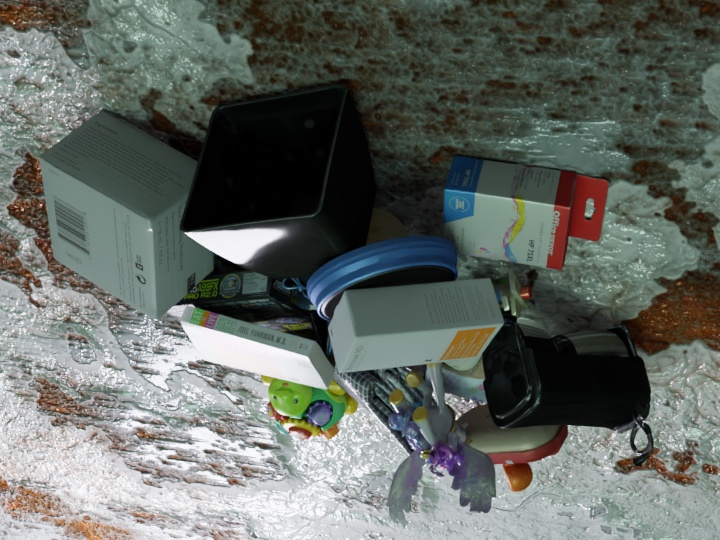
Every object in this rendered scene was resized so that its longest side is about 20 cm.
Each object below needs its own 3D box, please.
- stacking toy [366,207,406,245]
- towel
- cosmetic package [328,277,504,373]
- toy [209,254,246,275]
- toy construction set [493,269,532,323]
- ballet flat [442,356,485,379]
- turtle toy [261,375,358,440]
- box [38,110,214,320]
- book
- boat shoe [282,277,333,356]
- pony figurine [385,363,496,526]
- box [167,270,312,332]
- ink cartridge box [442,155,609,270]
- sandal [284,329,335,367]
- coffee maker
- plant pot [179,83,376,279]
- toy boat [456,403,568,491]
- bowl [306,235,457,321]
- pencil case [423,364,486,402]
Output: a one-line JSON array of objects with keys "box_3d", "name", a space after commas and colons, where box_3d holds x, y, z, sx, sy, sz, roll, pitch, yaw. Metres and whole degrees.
[{"box_3d": [0.000, 0.000, 1.702, 0.085, 0.085, 0.200, 21, 144, -2], "name": "stacking toy"}, {"box_3d": [0.039, 0.192, 1.832, 0.200, 0.086, 0.166, 50, 169, -30], "name": "towel"}, {"box_3d": [0.069, 0.070, 1.542, 0.200, 0.071, 0.101, -4, 151, -18], "name": "cosmetic package"}, {"box_3d": [-0.227, 0.006, 1.796, 0.200, 0.047, 0.115, 8, 153, 8], "name": "toy"}, {"box_3d": [0.154, 0.031, 1.670, 0.200, 0.092, 0.131, 4, 138, 33], "name": "toy construction set"}, {"box_3d": [0.113, 0.106, 1.729, 0.200, 0.067, 0.068, 20, 95, 13], "name": "ballet flat"}, {"box_3d": [-0.092, 0.207, 1.917, 0.145, 0.101, 0.200, 5, 151, 16], "name": "turtle toy"}, {"box_3d": [-0.315, -0.075, 1.652, 0.200, 0.131, 0.199, 29, 141, 20], "name": "box"}, {"box_3d": [-0.147, 0.111, 1.728, 0.200, 0.048, 0.134, 15, 160, 17], "name": "book"}, {"box_3d": [-0.056, 0.036, 1.684, 0.084, 0.069, 0.200, 14, 133, 57], "name": "boat shoe"}, {"box_3d": [0.107, 0.242, 1.695, 0.166, 0.193, 0.200, -7, 133, 25], "name": "pony figurine"}, {"box_3d": [-0.170, 0.050, 1.771, 0.200, 0.044, 0.160, -7, 158, 30], "name": "box"}, {"box_3d": [0.209, -0.071, 1.546, 0.200, 0.067, 0.116, 9, 138, 11], "name": "ink cartridge box"}, {"box_3d": [-0.112, 0.123, 1.844, 0.200, 0.055, 0.082, 16, 129, 51], "name": "sandal"}, {"box_3d": [0.282, 0.160, 1.626, 0.200, 0.192, 0.135, 2, 128, -29], "name": "coffee maker"}, {"box_3d": [-0.082, -0.095, 1.552, 0.200, 0.200, 0.177, -7, 146, 27], "name": "plant pot"}, {"box_3d": [0.226, 0.280, 1.858, 0.200, 0.131, 0.131, -9, 108, 30], "name": "toy boat"}, {"box_3d": [0.031, 0.016, 1.561, 0.200, 0.039, 0.201, -13, 160, -5], "name": "bowl"}, {"box_3d": [0.190, 0.159, 1.792, 0.200, 0.083, 0.091, 11, 143, 9], "name": "pencil case"}]
